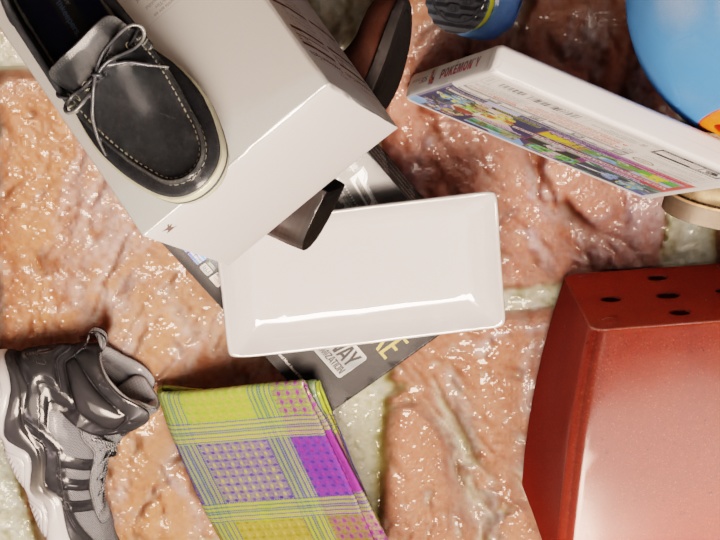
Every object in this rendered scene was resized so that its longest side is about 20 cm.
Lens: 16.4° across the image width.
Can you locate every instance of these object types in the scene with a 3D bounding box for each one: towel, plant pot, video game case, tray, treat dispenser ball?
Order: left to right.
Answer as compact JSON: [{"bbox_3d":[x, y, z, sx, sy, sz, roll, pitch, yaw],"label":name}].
[{"bbox_3d":[-0.060,0.160,1.858,0.143,0.023,0.201,-7,125,28],"label":"towel"},{"bbox_3d":[0.000,0.000,1.754,0.199,0.022,0.108,-7,118,-3],"label":"tray"},{"bbox_3d":[0.148,-0.098,1.693,0.199,0.182,0.023,21,82,-15],"label":"video game case"},{"bbox_3d":[0.223,0.100,1.795,0.199,0.200,0.177,-4,108,-3],"label":"plant pot"},{"bbox_3d":[0.274,-0.179,1.639,0.200,0.201,0.202,-2,118,-4],"label":"treat dispenser ball"}]

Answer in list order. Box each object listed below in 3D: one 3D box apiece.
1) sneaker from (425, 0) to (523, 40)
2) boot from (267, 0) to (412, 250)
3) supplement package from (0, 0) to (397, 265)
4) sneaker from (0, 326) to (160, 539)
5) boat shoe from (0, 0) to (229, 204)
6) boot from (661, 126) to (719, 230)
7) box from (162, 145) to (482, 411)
[{"bbox_3d":[0.096,-0.254,1.673,0.066,0.078,0.201,19,105,32],"label":"sneaker"},{"bbox_3d":[-0.081,-0.139,1.695,0.199,0.068,0.189,30,108,11],"label":"boot"},{"bbox_3d":[-0.108,-0.134,1.590,0.152,0.151,0.200,-38,74,10],"label":"supplement package"},{"bbox_3d":[-0.193,0.134,1.833,0.113,0.076,0.201,-19,115,8],"label":"sneaker"},{"bbox_3d":[-0.153,-0.121,1.491,0.075,0.062,0.200,-39,75,9],"label":"boat shoe"},{"bbox_3d":[0.321,-0.060,1.785,0.199,0.074,0.076,10,107,-8],"label":"boot"},{"bbox_3d":[-0.028,-0.014,1.785,0.157,0.050,0.200,-35,115,12],"label":"box"}]
